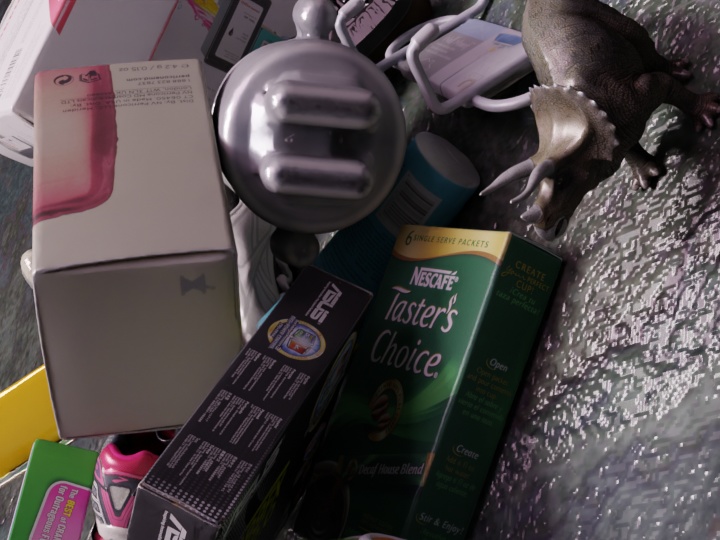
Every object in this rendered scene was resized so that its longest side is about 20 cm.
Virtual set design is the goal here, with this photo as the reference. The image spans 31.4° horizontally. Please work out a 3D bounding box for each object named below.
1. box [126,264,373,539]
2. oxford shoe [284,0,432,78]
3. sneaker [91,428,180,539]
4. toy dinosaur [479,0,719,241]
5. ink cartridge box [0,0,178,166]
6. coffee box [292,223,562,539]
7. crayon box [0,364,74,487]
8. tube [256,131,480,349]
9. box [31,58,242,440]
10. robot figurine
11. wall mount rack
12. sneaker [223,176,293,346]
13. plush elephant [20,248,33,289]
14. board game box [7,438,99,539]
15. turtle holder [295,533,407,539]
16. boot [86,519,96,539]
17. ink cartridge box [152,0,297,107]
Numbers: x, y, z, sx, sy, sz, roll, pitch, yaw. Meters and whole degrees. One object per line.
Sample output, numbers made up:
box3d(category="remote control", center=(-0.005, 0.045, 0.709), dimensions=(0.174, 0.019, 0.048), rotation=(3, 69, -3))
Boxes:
box3d(category="box", center=(-0.065, 0.114, 0.673), dimensions=(0.200, 0.044, 0.161), rotation=(-55, -12, -54))
box3d(category="oxford shoe", center=(-0.024, -0.140, 0.949), dimensions=(0.199, 0.084, 0.073), rotation=(-36, 62, 22))
box3d(category="sneaker", center=(-0.108, 0.101, 0.804), dimensions=(0.200, 0.079, 0.076), rotation=(-68, -18, -63))
box3d(category="toy dinosaur", center=(0.120, -0.107, 0.658), dimensions=(0.077, 0.101, 0.202), rotation=(-36, 41, 41))
box3d(category="ink cartridge box", center=(-0.237, -0.164, 1.012), dimensions=(0.199, 0.084, 0.147), rotation=(7, 71, 59))
box3d(category="coffee box", center=(0.034, 0.073, 0.731), dimensions=(0.123, 0.044, 0.202), rotation=(11, 78, 62))
box3d(category="crayon box", center=(-0.184, 0.074, 0.875), dimensions=(0.125, 0.052, 0.200), rotation=(-32, 4, 13))
box3d(category="tube", center=(0.000, 0.000, 0.839), dimensions=(0.200, 0.050, 0.078), rotation=(-51, 54, 28))
box3d(category="box", center=(-0.134, -0.018, 0.760), dimensions=(0.201, 0.107, 0.129), rotation=(-106, 14, -50))
box3d(category="robot figurine", center=(-0.036, -0.086, 0.801), dimensions=(0.200, 0.111, 0.172), rotation=(-133, 52, -76))
box3d(category="wall mount rack", center=(0.083, -0.174, 0.811), dimensions=(0.173, 0.075, 0.200), rotation=(-34, 29, -10))
box3d(category="sneaker", center=(-0.088, 0.011, 0.950), dimensions=(0.075, 0.080, 0.202), rotation=(-32, 45, 43))
box3d(category="plush elephant", center=(-0.187, -0.005, 1.033), dimensions=(0.200, 0.165, 0.155), rotation=(-40, -6, 10))
box3d(category="board game box", center=(-0.201, 0.226, 0.750), dimensions=(0.154, 0.040, 0.202), rotation=(115, 164, -48))
box3d(category="turtle holder", center=(0.003, 0.213, 0.588), dimensions=(0.141, 0.130, 0.188), rotation=(-161, 74, -64))
box3d(category="boot", center=(-0.141, 0.163, 0.858), dimensions=(0.184, 0.072, 0.200), rotation=(-64, 2, -1))
box3d(category="ink cartridge box", center=(-0.121, -0.200, 1.088), dimensions=(0.146, 0.145, 0.202), rotation=(24, 90, 62))
